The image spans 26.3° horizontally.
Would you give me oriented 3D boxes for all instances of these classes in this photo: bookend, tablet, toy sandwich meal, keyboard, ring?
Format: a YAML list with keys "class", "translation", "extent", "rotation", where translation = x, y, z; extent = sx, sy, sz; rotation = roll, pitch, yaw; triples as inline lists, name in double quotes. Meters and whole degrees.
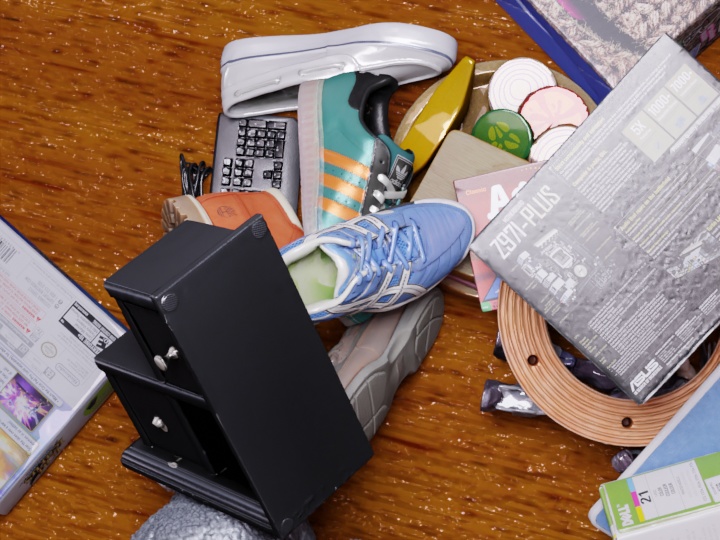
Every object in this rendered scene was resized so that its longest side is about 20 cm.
- class: "bookend"
  translation: [-0.117, 0.056, 1.045]
  extent: [0.092, 0.200, 0.199]
  rotation: [-40, 33, -28]
- class: "tablet"
  translation: [0.275, 0.142, 1.125]
  extent: [0.130, 0.014, 0.200]
  rotation: [34, 108, -14]
- class: "toy sandwich meal"
  translation: [0.107, -0.078, 1.220]
  extent: [0.205, 0.070, 0.205]
  rotation: [-2, 79, 9]
- class: "keyboard"
  translation: [-0.107, -0.034, 1.263]
  extent: [0.104, 0.040, 0.200]
  rotation: [2, 79, 9]
- class: "ring"
  translation: [0.201, 0.030, 1.135]
  extent: [0.200, 0.019, 0.201]
  rotation: [0, 88, 3]

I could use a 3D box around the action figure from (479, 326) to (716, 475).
- class: "action figure"
  translation: [0.195, 0.099, 1.175]
  extent: [0.200, 0.069, 0.130]
  rotation: [12, 76, 8]

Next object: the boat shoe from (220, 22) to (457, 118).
- class: "boat shoe"
  translation: [-0.018, -0.155, 1.256]
  extent: [0.200, 0.074, 0.065]
  rotation: [-4, 72, 20]

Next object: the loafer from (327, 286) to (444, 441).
- class: "loafer"
  translation: [-0.003, 0.077, 1.176]
  extent: [0.063, 0.072, 0.200]
  rotation: [16, 42, 23]

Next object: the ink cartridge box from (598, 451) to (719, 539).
- class: "ink cartridge box"
  translation: [0.195, 0.231, 1.112]
  extent: [0.200, 0.076, 0.148]
  rotation: [-16, 112, 7]

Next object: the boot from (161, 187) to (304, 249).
- class: "boot"
  translation: [-0.069, 0.010, 1.188]
  extent: [0.107, 0.075, 0.200]
  rotation: [-12, 53, -26]

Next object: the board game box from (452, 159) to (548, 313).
- class: "board game box"
  translation: [0.178, -0.039, 1.156]
  extent: [0.200, 0.019, 0.103]
  rotation: [-13, 87, 2]

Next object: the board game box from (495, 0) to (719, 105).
- class: "board game box"
  translation: [0.223, -0.247, 1.220]
  extent: [0.200, 0.097, 0.159]
  rotation: [-42, 76, 0]

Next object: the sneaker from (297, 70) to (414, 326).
- class: "sneaker"
  translation: [0.002, -0.060, 1.173]
  extent: [0.080, 0.071, 0.200]
  rotation: [-11, 76, 19]

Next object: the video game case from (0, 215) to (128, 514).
- class: "video game case"
  translation: [-0.307, 0.068, 1.272]
  extent: [0.200, 0.045, 0.181]
  rotation: [40, 86, 14]

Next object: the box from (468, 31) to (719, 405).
- class: "box"
  translation: [0.201, -0.035, 1.075]
  extent: [0.164, 0.086, 0.200]
  rotation: [42, 97, 4]

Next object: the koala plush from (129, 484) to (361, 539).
- class: "koala plush"
  translation: [-0.094, 0.175, 1.165]
  extent: [0.177, 0.184, 0.200]
  rotation: [-25, 46, 25]

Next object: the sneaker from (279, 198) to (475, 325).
- class: "sneaker"
  translation: [0.000, 0.000, 1.100]
  extent: [0.200, 0.077, 0.076]
  rotation: [-23, 92, -20]
